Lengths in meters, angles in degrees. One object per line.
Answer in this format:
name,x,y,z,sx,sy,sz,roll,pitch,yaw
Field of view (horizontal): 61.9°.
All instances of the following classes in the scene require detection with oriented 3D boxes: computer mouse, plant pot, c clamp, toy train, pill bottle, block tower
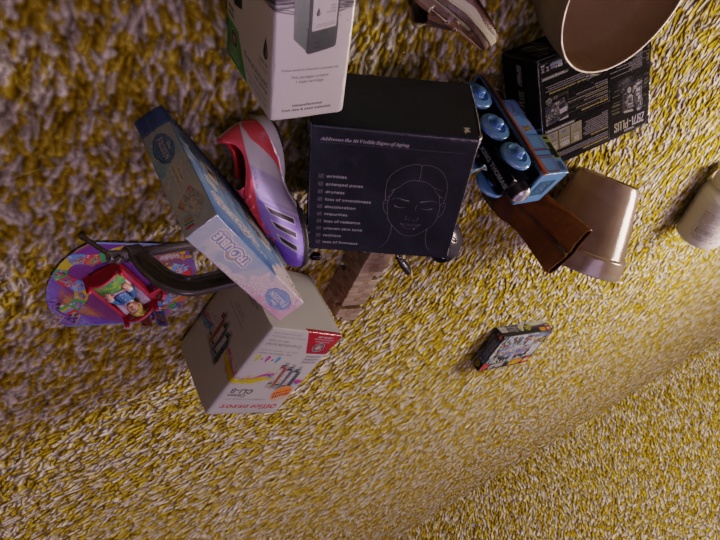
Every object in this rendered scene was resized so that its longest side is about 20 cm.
computer mouse,0.126,-0.040,1.030,0.141,0.046,0.200,-63,148,-13
plant pot,0.290,-0.370,0.743,0.199,0.135,0.201,-20,143,-16
c clamp,-0.223,-0.021,0.767,0.199,0.171,0.027,-9,124,-48
toy train,0.195,-0.183,0.840,0.114,0.201,0.087,-10,154,-35
pill bottle,0.880,-0.159,1.479,0.114,0.115,0.201,-17,142,-22
plant pot,0.445,-0.099,1.168,0.199,0.200,0.174,3,115,-40
block tower,0.000,0.000,1.026,0.054,0.058,0.201,-3,134,-37

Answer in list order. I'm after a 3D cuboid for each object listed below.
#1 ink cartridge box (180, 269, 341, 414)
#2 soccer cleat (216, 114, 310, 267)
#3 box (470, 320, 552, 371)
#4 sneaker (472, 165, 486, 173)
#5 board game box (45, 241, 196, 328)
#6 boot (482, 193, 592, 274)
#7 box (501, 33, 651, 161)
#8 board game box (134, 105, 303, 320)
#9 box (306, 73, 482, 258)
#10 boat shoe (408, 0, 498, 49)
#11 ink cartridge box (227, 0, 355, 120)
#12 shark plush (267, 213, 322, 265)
ink cartridge box,-0.162,0.111,0.953,0.145,0.145,0.200,13,126,-46
soccer cleat,-0.120,-0.089,0.755,0.073,0.068,0.201,-28,117,-29
box,0.404,0.200,1.597,0.199,0.040,0.137,-3,136,-36
sneaker,0.133,-0.164,0.916,0.199,0.080,0.096,-15,143,-24
board game box,-0.319,0.034,0.826,0.199,0.039,0.158,0,133,-39
boot,0.302,-0.126,0.987,0.068,0.200,0.189,2,133,-39
box,0.322,-0.268,0.890,0.199,0.086,0.165,-25,124,-12
board game box,-0.161,-0.063,0.698,0.043,0.199,0.200,-34,146,1
box,0.032,-0.131,0.775,0.199,0.124,0.197,4,139,-4
boat shoe,0.089,-0.321,0.711,0.075,0.075,0.202,-34,142,25
ink cartridge box,-0.070,-0.271,0.569,0.084,0.146,0.201,-14,140,-23
shark plush,-0.086,-0.036,0.890,0.199,0.083,0.091,-12,140,-27
